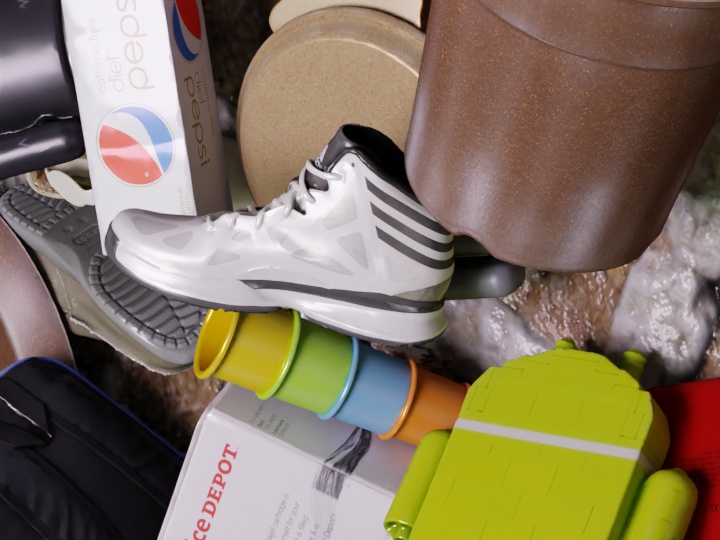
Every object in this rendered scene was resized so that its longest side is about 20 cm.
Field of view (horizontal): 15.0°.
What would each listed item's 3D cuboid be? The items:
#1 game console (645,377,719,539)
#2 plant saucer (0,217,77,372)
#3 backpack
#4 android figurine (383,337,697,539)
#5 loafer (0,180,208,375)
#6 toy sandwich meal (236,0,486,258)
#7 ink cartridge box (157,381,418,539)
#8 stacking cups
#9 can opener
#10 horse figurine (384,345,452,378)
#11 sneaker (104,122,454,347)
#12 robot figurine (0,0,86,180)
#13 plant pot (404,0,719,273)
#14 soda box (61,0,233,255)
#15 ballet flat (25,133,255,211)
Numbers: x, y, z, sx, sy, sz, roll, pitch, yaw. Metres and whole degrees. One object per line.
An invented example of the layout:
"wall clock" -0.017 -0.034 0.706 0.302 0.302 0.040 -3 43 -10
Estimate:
"game console" 0.251 0.151 1.516 0.199 0.118 0.174 -11 65 43
"plant saucer" -0.260 0.039 1.889 0.200 0.034 0.201 40 143 39
"backpack" -0.204 0.175 1.788 0.200 0.183 0.147 44 130 -12
"android figurine" 0.100 0.126 1.535 0.181 0.201 0.041 6 151 33
"loafer" -0.165 0.012 1.821 0.200 0.075 0.070 39 143 35
"toy sandwich meal" 0.011 -0.080 1.633 0.204 0.070 0.207 14 119 27
"ink cartridge box" -0.013 0.161 1.661 0.199 0.084 0.147 26 122 6
"stacking cups" 0.003 0.066 1.613 0.061 0.199 0.061 -52 27 40
"can opener" 0.000 0.000 1.595 0.199 0.066 0.053 -4 108 30
"horse figurine" -0.022 0.104 1.719 0.132 0.050 0.201 30 117 18
"sneaker" -0.041 -0.036 1.529 0.199 0.076 0.116 12 113 6
"robot figurine" -0.210 -0.129 1.744 0.199 0.125 0.151 -11 84 12
"plant pot" 0.117 -0.120 1.449 0.200 0.200 0.199 39 134 27
"soda box" -0.129 -0.114 1.637 0.068 0.064 0.202 -4 103 19
"ballet flat" -0.141 -0.058 1.770 0.199 0.069 0.070 12 111 41
